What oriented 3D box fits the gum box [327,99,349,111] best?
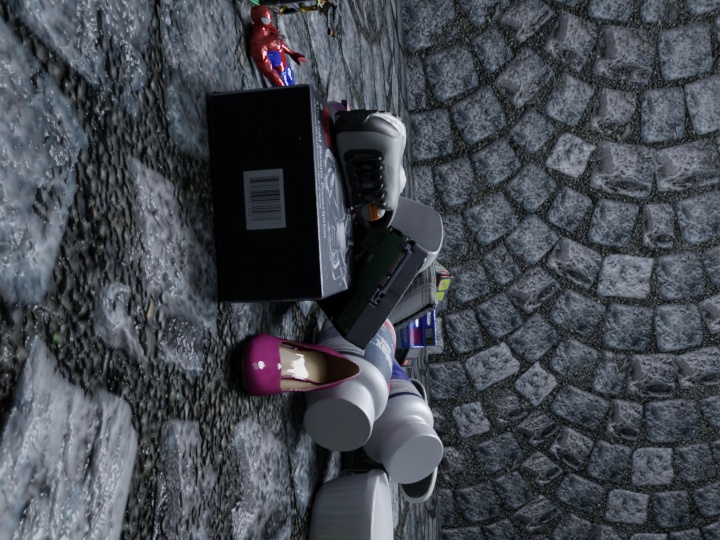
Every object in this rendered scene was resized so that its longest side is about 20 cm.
[{"bbox_3d":[-0.045,-0.150,0.969,0.114,0.065,0.202,75,16,-53],"label":"gum box"}]

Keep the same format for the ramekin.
[{"bbox_3d":[-0.011,0.391,0.929,0.202,0.093,0.206,-3,90,-79],"label":"ramekin"}]

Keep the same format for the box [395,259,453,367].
[{"bbox_3d":[0.095,0.069,1.224,0.110,0.034,0.202,47,-57,45],"label":"box"}]

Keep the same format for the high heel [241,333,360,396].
[{"bbox_3d":[-0.063,0.103,0.716,0.200,0.095,0.069,28,60,-78],"label":"high heel"}]

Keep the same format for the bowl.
[{"bbox_3d":[0.040,-0.067,1.124,0.200,0.197,0.075,-74,-179,-60],"label":"bowl"}]

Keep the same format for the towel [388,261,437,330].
[{"bbox_3d":[0.043,0.052,1.110,0.035,0.199,0.193,49,22,-20],"label":"towel"}]

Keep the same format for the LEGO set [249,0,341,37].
[{"bbox_3d":[-0.067,-0.380,0.772,0.200,0.114,0.156,-17,104,-80],"label":"LEGO set"}]

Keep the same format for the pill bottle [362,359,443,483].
[{"bbox_3d":[0.044,0.226,1.004,0.200,0.118,0.121,-128,-156,-55],"label":"pill bottle"}]

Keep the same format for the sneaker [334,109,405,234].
[{"bbox_3d":[0.015,-0.107,0.710,0.201,0.073,0.080,67,27,-66],"label":"sneaker"}]

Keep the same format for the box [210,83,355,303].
[{"bbox_3d":[-0.073,-0.074,0.689,0.182,0.102,0.203,-18,106,-81],"label":"box"}]

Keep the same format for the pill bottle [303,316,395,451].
[{"bbox_3d":[-0.016,0.149,0.907,0.201,0.118,0.121,-75,159,-59],"label":"pill bottle"}]

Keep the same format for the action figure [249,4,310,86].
[{"bbox_3d":[-0.094,-0.239,0.788,0.201,0.051,0.066,64,28,-59],"label":"action figure"}]

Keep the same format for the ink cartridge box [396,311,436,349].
[{"bbox_3d":[0.060,0.087,1.209,0.042,0.199,0.121,4,81,-38],"label":"ink cartridge box"}]

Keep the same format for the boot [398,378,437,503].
[{"bbox_3d":[0.100,0.307,1.132,0.145,0.071,0.203,70,18,-62],"label":"boot"}]

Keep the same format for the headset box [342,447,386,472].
[{"bbox_3d":[0.030,0.283,1.191,0.174,0.091,0.203,60,29,-69],"label":"headset box"}]

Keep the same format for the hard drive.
[{"bbox_3d":[0.000,0.000,0.823,0.141,0.038,0.200,-57,-155,4],"label":"hard drive"}]
